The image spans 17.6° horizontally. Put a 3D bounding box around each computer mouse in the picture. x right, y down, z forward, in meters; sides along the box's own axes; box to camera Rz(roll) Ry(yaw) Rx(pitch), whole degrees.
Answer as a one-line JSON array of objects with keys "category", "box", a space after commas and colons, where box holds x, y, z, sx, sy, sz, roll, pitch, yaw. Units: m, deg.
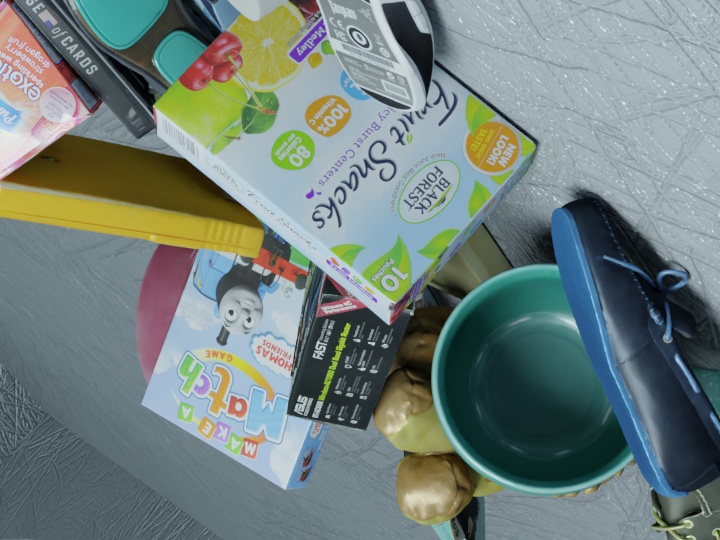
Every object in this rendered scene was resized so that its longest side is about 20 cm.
[{"category": "computer mouse", "box": [0.000, -0.176, 1.376, 0.110, 0.044, 0.200, 25, 153, 36]}]

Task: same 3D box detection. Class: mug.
[{"category": "mug", "box": [0.137, 0.085, 1.564, 0.185, 0.152, 0.114, 37, 176, 5]}]

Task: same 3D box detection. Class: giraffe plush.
[{"category": "giraffe plush", "box": [0.118, 0.113, 1.697, 0.162, 0.173, 0.200, -10, 129, 20]}]

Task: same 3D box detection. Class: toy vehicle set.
[{"category": "toy vehicle set", "box": [0.029, -0.038, 1.738, 0.200, 0.027, 0.124, 26, 160, 46]}]

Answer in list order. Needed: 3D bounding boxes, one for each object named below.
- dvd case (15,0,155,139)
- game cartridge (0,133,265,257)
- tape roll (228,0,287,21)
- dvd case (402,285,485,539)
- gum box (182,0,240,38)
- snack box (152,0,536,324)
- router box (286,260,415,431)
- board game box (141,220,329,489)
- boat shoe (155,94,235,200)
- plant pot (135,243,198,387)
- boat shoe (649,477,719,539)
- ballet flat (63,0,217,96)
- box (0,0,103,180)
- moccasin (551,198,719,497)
[{"category": "dvd case", "box": [-0.211, -0.197, 1.595, 0.200, 0.025, 0.150, 50, -169, -29]}, {"category": "game cartridge", "box": [-0.185, -0.061, 1.715, 0.200, 0.032, 0.176, 12, -165, -20]}, {"category": "tape roll", "box": [-0.102, -0.239, 1.360, 0.203, 0.037, 0.203, 55, 174, 9]}, {"category": "dvd case", "box": [0.066, 0.119, 1.844, 0.022, 0.200, 0.146, -14, 141, 16]}, {"category": "gum box", "box": [-0.140, -0.198, 1.670, 0.200, 0.045, 0.170, 33, 163, 27]}, {"category": "snack box", "box": [-0.011, -0.084, 1.469, 0.200, 0.142, 0.053, 40, 165, 10]}, {"category": "router box", "box": [0.000, 0.000, 1.585, 0.062, 0.150, 0.200, 12, 151, -4]}, {"category": "board game box", "box": [-0.073, 0.047, 1.799, 0.151, 0.200, 0.037, 28, -165, 27]}, {"category": "boat shoe", "box": [-0.089, -0.097, 1.741, 0.200, 0.073, 0.063, 44, 134, 42]}, {"category": "plant pot", "box": [-0.053, 0.044, 1.910, 0.179, 0.200, 0.200, 5, 145, 41]}, {"category": "boat shoe", "box": [0.255, 0.188, 1.746, 0.072, 0.060, 0.202, 27, 160, 44]}, {"category": "ballet flat", "box": [-0.146, -0.166, 1.566, 0.200, 0.073, 0.073, 46, 166, -30]}, {"category": "box", "box": [-0.239, -0.142, 1.634, 0.103, 0.095, 0.200, 54, -170, -11]}, {"category": "moccasin", "box": [0.181, 0.043, 1.478, 0.080, 0.068, 0.200, -144, 32, -78]}]
